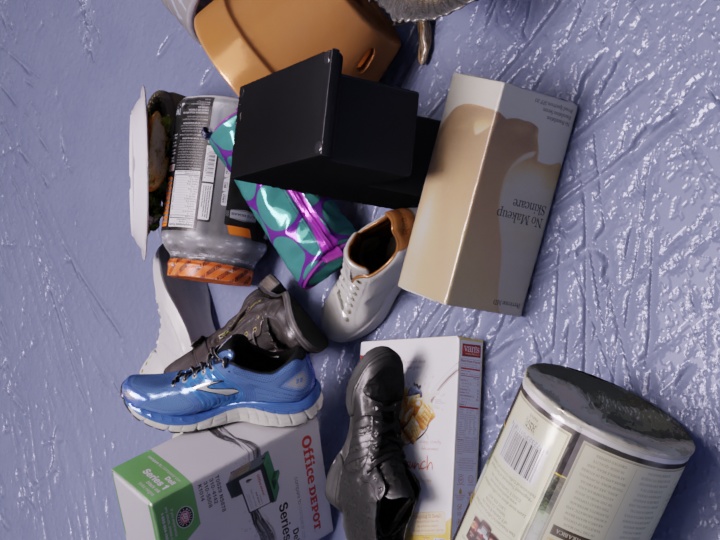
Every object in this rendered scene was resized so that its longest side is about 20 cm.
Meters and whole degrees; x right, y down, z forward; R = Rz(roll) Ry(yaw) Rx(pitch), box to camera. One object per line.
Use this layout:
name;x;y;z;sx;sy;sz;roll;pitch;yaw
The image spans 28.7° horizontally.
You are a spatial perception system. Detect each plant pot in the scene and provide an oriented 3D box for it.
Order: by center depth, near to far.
plant pot;-0.053;-0.235;1.445;0.140;0.200;0.201;-41;51;17

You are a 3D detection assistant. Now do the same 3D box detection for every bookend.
bookend;0.010;-0.122;1.293;0.200;0.197;0.093;-6;77;63

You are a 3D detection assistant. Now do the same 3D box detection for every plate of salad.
plate of salad;-0.241;-0.112;1.622;0.200;0.048;0.202;179;90;-79

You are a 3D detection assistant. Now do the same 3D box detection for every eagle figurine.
eagle figurine;0.068;-0.302;1.335;0.150;0.200;0.152;-34;89;-3

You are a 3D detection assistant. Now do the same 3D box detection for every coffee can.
coffee can;0.159;0.197;1.121;0.146;0.146;0.201;38;111;47

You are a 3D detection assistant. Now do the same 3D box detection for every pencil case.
pencil case;-0.079;-0.083;1.464;0.201;0.085;0.092;56;166;10

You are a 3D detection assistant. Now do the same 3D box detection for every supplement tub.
supplement tub;-0.157;-0.087;1.578;0.122;0.122;0.202;3;85;50

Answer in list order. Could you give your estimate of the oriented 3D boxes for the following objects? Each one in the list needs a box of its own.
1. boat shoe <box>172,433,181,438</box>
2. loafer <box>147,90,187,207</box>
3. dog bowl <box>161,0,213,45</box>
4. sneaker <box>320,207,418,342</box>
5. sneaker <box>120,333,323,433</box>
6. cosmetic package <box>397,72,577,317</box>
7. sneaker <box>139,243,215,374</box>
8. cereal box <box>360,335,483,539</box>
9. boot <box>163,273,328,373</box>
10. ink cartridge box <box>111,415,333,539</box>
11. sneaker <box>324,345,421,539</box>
boat shoe;-0.137;0.141;1.545;0.199;0.074;0.067;-30;58;43
loafer;-0.202;-0.120;1.684;0.076;0.067;0.202;-10;91;61
dog bowl;-0.116;-0.315;1.524;0.200;0.199;0.059;-44;63;36
sneaker;0.000;0.000;1.401;0.200;0.084;0.073;-49;49;38
sneaker;-0.139;0.102;1.381;0.079;0.198;0.090;-85;-11;-65
cosmetic package;0.114;-0.067;1.264;0.071;0.105;0.202;21;100;50
sneaker;-0.229;0.074;1.670;0.115;0.073;0.201;-40;55;34
cereal box;0.051;0.165;1.340;0.143;0.039;0.202;-8;77;49
boot;-0.129;0.093;1.473;0.174;0.069;0.200;-40;18;-4
ink cartridge box;-0.132;0.228;1.394;0.084;0.199;0.147;25;131;47
sneaker;0.023;0.180;1.297;0.104;0.060;0.201;34;113;49
